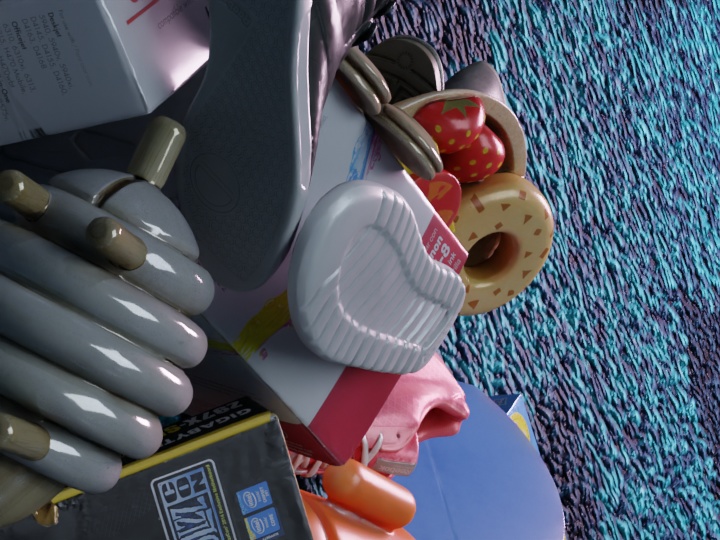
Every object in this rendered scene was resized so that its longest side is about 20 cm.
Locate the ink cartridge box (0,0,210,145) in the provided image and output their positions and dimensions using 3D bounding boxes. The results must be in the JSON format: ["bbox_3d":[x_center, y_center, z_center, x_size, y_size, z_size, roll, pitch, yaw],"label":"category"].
[{"bbox_3d":[-0.133,-0.113,1.085,0.116,0.199,0.067,-50,125,-54],"label":"ink cartridge box"}]

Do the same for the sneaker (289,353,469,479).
[{"bbox_3d":[-0.008,0.088,1.339,0.087,0.074,0.200,46,42,18],"label":"sneaker"}]

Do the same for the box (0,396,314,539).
[{"bbox_3d":[-0.093,0.182,1.150,0.159,0.049,0.201,-20,106,-18],"label":"box"}]

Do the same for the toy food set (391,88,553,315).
[{"bbox_3d":[0.028,-0.020,1.409,0.198,0.049,0.200,-35,143,-15],"label":"toy food set"}]

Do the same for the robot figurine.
[{"bbox_3d":[-0.036,0.181,1.276,0.200,0.144,0.117,26,49,-49],"label":"robot figurine"}]

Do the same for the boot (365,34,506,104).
[{"bbox_3d":[0.049,-0.096,1.516,0.200,0.072,0.182,-35,150,-52],"label":"boot"}]

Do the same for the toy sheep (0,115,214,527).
[{"bbox_3d":[-0.127,0.023,1.010,0.200,0.138,0.138,-58,143,-4],"label":"toy sheep"}]

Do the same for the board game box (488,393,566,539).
[{"bbox_3d":[0.077,0.215,1.549,0.200,0.056,0.196,-49,126,-54],"label":"board game box"}]

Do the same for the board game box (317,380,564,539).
[{"bbox_3d":[0.033,0.126,1.442,0.199,0.039,0.158,18,36,-30],"label":"board game box"}]

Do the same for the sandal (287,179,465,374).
[{"bbox_3d":[-0.004,0.006,1.127,0.083,0.050,0.203,-58,157,-7],"label":"sandal"}]

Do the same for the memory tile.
[{"bbox_3d":[-0.038,-0.121,1.208,0.017,0.200,0.153,-45,121,-6],"label":"memory tile"}]

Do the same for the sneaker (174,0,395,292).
[{"bbox_3d":[-0.027,-0.089,1.057,0.099,0.071,0.201,-31,136,-51],"label":"sneaker"}]

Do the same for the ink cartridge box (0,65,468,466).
[{"bbox_3d":[-0.071,-0.022,1.198,0.145,0.145,0.200,-58,138,-18],"label":"ink cartridge box"}]
